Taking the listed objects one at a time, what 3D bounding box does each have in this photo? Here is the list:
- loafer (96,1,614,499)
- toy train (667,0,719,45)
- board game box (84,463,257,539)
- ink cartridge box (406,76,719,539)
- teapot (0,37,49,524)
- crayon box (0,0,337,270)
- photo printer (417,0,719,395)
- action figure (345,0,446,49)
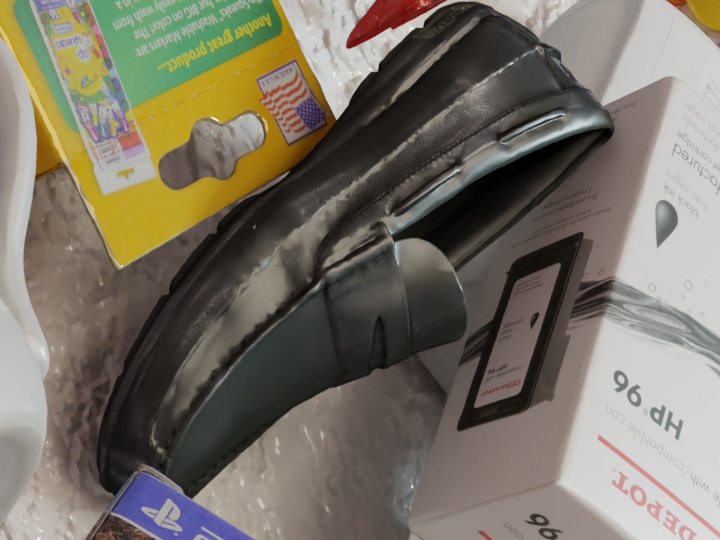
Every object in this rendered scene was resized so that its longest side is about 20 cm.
[{"bbox_3d":[0.000,0.000,0.784,0.070,0.068,0.201,35,64,17],"label":"loafer"},{"bbox_3d":[0.144,-0.161,1.099,0.200,0.056,0.150,47,41,-31],"label":"toy train"},{"bbox_3d":[-0.044,0.176,0.622,0.159,0.097,0.200,32,44,1],"label":"board game box"},{"bbox_3d":[0.089,0.056,0.811,0.116,0.068,0.200,39,51,-26],"label":"ink cartridge box"},{"bbox_3d":[-0.169,0.031,0.535,0.146,0.197,0.200,48,18,10],"label":"teapot"},{"bbox_3d":[-0.096,-0.103,0.775,0.126,0.052,0.200,-33,99,-52],"label":"crayon box"},{"bbox_3d":[0.107,0.001,0.960,0.166,0.069,0.200,49,42,-23],"label":"photo printer"},{"bbox_3d":[-0.037,-0.170,0.883,0.200,0.052,0.065,62,32,-2],"label":"action figure"}]
